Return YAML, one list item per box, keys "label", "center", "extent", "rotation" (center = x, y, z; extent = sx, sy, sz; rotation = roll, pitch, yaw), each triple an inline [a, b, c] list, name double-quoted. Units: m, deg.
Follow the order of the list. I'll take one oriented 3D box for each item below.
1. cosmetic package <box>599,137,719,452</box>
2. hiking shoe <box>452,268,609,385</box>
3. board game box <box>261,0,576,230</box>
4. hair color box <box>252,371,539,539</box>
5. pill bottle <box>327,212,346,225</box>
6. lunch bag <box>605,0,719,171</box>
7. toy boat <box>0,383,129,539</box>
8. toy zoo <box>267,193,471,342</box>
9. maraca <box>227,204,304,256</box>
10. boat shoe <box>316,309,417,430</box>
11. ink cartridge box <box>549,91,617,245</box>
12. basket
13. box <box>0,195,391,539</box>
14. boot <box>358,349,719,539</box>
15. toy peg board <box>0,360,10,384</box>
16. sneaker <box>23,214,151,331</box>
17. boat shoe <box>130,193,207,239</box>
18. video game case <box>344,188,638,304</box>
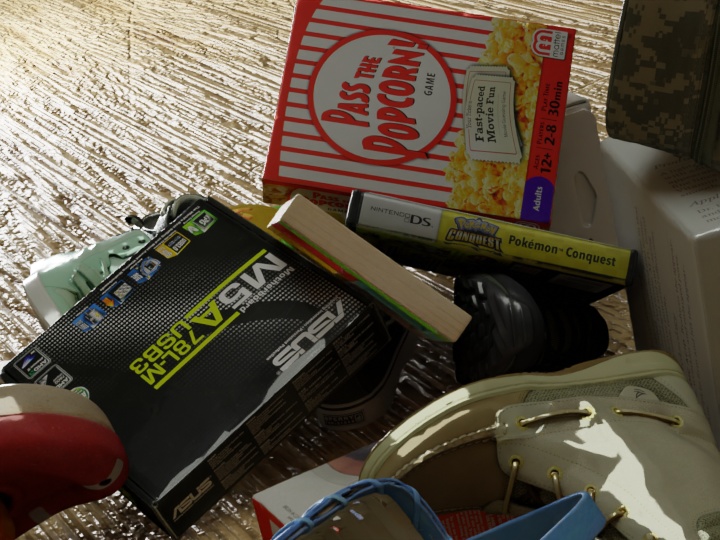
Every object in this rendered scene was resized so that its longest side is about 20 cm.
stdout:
- label: "cosmetic package"
  center: [0.259, 0.002, 1.136]
  extent: [0.165, 0.165, 0.200]
  rotation: [-14, 21, -2]
- label: "hiking shoe"
  center: [0.112, 0.034, 1.206]
  extent: [0.101, 0.076, 0.200]
  rotation: [-9, -4, -3]
- label: "board game box"
  center: [0.042, -0.108, 1.300]
  extent: [0.200, 0.152, 0.046]
  rotation: [8, -20, 2]
- label: "hair color box"
  center: [0.052, 0.135, 1.076]
  extent: [0.200, 0.064, 0.111]
  rotation: [-21, 22, -21]
- label: "pill bottle"
  center: [0.007, -0.056, 1.421]
  extent: [0.112, 0.112, 0.200]
  rotation: [-23, -10, -22]
- label: "lunch bag"
  center: [0.250, -0.140, 1.081]
  extent: [0.168, 0.139, 0.200]
  rotation: [15, 33, 19]
- label: "toy boat"
  center: [-0.229, 0.161, 1.128]
  extent: [0.200, 0.131, 0.131]
  rotation: [-32, 64, 4]
- label: "toy zoo"
  center: [0.000, 0.000, 1.207]
  extent: [0.020, 0.131, 0.200]
  rotation: [-55, 5, -4]
- label: "maraca"
  center: [-0.097, 0.026, 1.380]
  extent: [0.137, 0.107, 0.200]
  rotation: [-44, 22, 31]
- label: "boat shoe"
  center: [-0.005, 0.040, 1.338]
  extent: [0.074, 0.068, 0.199]
  rotation: [-7, 22, 16]
- label: "ink cartridge box"
  center: [0.110, -0.074, 1.443]
  extent: [0.084, 0.145, 0.200]
  rotation: [-21, 23, -15]
- label: "basket"
  center: [0.007, 0.175, 0.871]
  extent: [0.176, 0.139, 0.200]
  rotation: [-33, -2, -40]
- label: "box"
  center: [-0.114, 0.058, 1.252]
  extent: [0.200, 0.048, 0.193]
  rotation: [-41, 44, -16]
- label: "boot"
  center: [0.114, 0.127, 0.967]
  extent: [0.200, 0.072, 0.155]
  rotation: [-13, 48, -20]
- label: "toy peg board"
  center: [-0.350, 0.137, 1.312]
  extent: [0.200, 0.098, 0.199]
  rotation: [-6, 7, 18]
- label: "sneaker"
  center: [-0.207, 0.012, 1.515]
  extent: [0.118, 0.074, 0.200]
  rotation: [-22, 19, -3]
- label: "boat shoe"
  center: [-0.140, -0.034, 1.601]
  extent: [0.072, 0.071, 0.200]
  rotation: [-28, 25, -31]
- label: "video game case"
  center: [0.079, -0.012, 1.236]
  extent: [0.181, 0.026, 0.200]
  rotation: [12, -5, 0]
